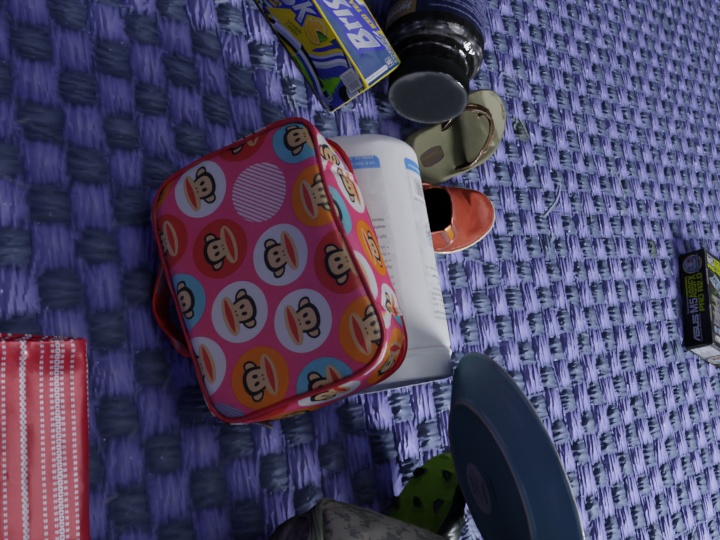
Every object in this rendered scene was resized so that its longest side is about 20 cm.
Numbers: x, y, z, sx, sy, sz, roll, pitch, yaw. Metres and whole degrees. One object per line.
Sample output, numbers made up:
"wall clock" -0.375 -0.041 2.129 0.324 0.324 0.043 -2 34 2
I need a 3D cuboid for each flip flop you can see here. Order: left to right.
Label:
"flip flop" 0.116 -0.152 0.847 0.200 0.057 0.082 -35 99 -43

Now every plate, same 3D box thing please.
"plate" 0.105 0.161 0.567 0.025 0.200 0.202 -16 86 -14

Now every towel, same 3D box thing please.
"towel" -0.257 0.105 0.445 0.199 0.022 0.146 7 72 -41

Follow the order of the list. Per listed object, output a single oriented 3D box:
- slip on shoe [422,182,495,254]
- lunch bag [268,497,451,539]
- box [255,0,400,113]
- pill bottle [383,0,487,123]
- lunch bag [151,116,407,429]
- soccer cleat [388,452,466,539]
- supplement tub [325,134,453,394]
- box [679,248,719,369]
"slip on shoe" 0.082 -0.058 0.783 0.199 0.061 0.075 -5 77 -44
"lunch bag" 0.025 0.245 0.510 0.198 0.168 0.140 21 65 -6
"box" -0.049 -0.262 0.732 0.201 0.064 0.070 56 48 -13
"pill bottle" 0.081 -0.267 0.819 0.111 0.111 0.202 26 59 -33
"lunch bag" -0.072 0.008 0.551 0.082 0.175 0.202 22 47 -69
"soccer cleat" 0.054 0.260 0.652 0.081 0.067 0.201 43 57 -35
"supplement tub" 0.000 0.000 0.640 0.131 0.131 0.202 2 74 -41
"box" 0.584 0.076 1.205 0.199 0.044 0.162 25 60 -35
